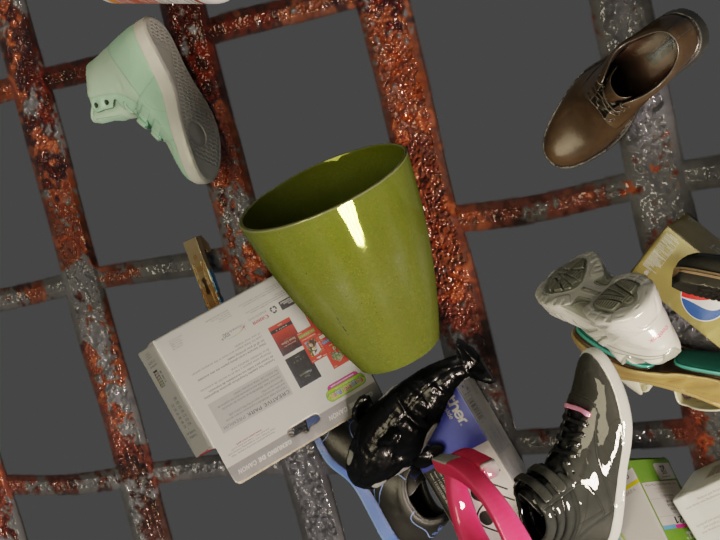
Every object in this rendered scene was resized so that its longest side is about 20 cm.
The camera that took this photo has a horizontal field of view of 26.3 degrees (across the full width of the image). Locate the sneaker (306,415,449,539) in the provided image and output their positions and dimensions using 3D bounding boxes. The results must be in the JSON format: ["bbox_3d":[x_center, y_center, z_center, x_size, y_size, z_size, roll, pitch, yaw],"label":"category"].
[{"bbox_3d":[0.022,0.212,1.695,0.078,0.070,0.200,-35,91,28],"label":"sneaker"}]

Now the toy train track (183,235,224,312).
[{"bbox_3d":[-0.152,0.055,1.771,0.115,0.033,0.200,-24,86,40],"label":"toy train track"}]

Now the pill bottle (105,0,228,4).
[{"bbox_3d":[-0.188,-0.338,1.626,0.200,0.112,0.112,5,107,29],"label":"pill bottle"}]

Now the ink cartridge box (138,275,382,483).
[{"bbox_3d":[-0.105,0.112,1.651,0.176,0.200,0.084,61,157,2],"label":"ink cartridge box"}]

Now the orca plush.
[{"bbox_3d":[0.055,0.165,1.591,0.200,0.071,0.105,-33,102,18],"label":"orca plush"}]

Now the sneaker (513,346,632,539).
[{"bbox_3d":[0.198,0.176,1.461,0.071,0.099,0.200,22,116,60],"label":"sneaker"}]

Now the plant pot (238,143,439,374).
[{"bbox_3d":[0.000,0.000,1.590,0.187,0.187,0.200,-12,112,32],"label":"plant pot"}]

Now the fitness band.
[{"bbox_3d":[0.127,0.250,1.533,0.144,0.037,0.200,67,168,-7],"label":"fitness band"}]

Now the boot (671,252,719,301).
[{"bbox_3d":[0.380,-0.038,1.369,0.200,0.077,0.138,4,85,-4],"label":"boot"}]

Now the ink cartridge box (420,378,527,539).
[{"bbox_3d":[0.114,0.202,1.647,0.094,0.044,0.200,-32,87,31],"label":"ink cartridge box"}]

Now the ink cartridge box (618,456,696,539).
[{"bbox_3d":[0.275,0.306,1.527,0.148,0.076,0.200,-41,60,33],"label":"ink cartridge box"}]

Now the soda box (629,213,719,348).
[{"bbox_3d":[0.356,0.036,1.444,0.200,0.068,0.064,41,118,13],"label":"soda box"}]

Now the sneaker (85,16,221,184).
[{"bbox_3d":[-0.236,-0.169,1.724,0.118,0.074,0.200,-29,79,27],"label":"sneaker"}]

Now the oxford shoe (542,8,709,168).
[{"bbox_3d":[0.234,-0.168,1.448,0.073,0.084,0.200,47,123,9],"label":"oxford shoe"}]

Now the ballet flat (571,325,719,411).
[{"bbox_3d":[0.298,0.101,1.502,0.200,0.069,0.063,16,126,27],"label":"ballet flat"}]

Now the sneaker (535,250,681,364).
[{"bbox_3d":[0.237,0.047,1.473,0.078,0.200,0.099,-39,111,-4],"label":"sneaker"}]

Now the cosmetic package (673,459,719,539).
[{"bbox_3d":[0.406,0.272,1.478,0.113,0.081,0.200,-31,88,33],"label":"cosmetic package"}]
